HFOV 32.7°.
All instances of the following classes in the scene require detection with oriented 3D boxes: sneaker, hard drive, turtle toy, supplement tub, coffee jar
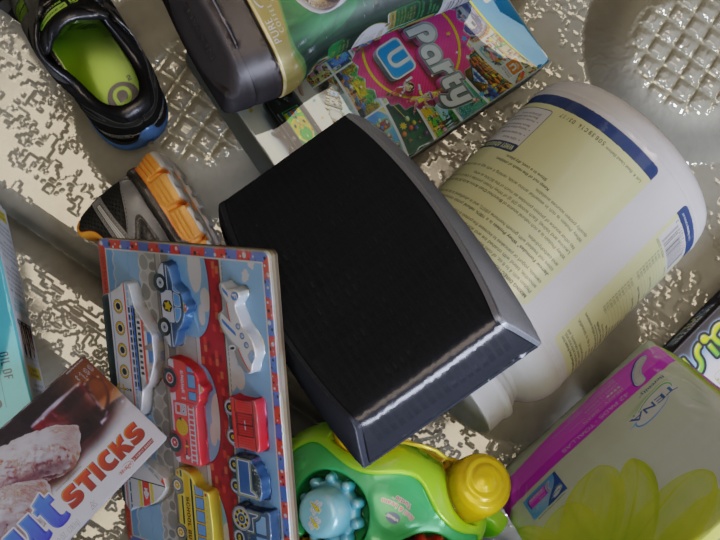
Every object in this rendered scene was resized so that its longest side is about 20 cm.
[{"bbox_3d":[-0.192,-0.171,0.799,0.071,0.083,0.200,-36,89,-12],"label":"sneaker"},{"bbox_3d":[-0.111,0.025,0.798,0.077,0.078,0.201,-29,85,2],"label":"sneaker"},{"bbox_3d":[0.000,0.000,0.717,0.135,0.042,0.200,-35,55,1],"label":"hard drive"},{"bbox_3d":[0.026,0.163,0.752,0.200,0.146,0.101,31,63,-4],"label":"turtle toy"},{"bbox_3d":[0.107,-0.008,0.794,0.200,0.145,0.145,-44,91,-11],"label":"supplement tub"},{"bbox_3d":[-0.020,-0.181,0.763,0.199,0.085,0.105,-28,90,-11],"label":"coffee jar"}]

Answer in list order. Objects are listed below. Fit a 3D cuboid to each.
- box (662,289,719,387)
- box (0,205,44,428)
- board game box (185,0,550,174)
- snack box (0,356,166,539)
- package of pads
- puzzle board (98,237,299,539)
[{"bbox_3d":[0.273,0.074,0.866,0.200,0.035,0.110,-42,90,-11],"label":"box"},{"bbox_3d":[-0.230,0.056,0.765,0.049,0.082,0.201,-13,85,-9],"label":"box"},{"bbox_3d":[0.004,-0.142,0.837,0.200,0.064,0.148,-35,90,-12],"label":"board game box"},{"bbox_3d":[-0.194,0.133,0.675,0.072,0.024,0.200,45,46,-2],"label":"snack box"},{"bbox_3d":[0.174,0.137,0.731,0.154,0.200,0.068,-42,109,4],"label":"package of pads"},{"bbox_3d":[-0.101,0.083,0.735,0.017,0.150,0.201,-14,104,-49],"label":"puzzle board"}]
